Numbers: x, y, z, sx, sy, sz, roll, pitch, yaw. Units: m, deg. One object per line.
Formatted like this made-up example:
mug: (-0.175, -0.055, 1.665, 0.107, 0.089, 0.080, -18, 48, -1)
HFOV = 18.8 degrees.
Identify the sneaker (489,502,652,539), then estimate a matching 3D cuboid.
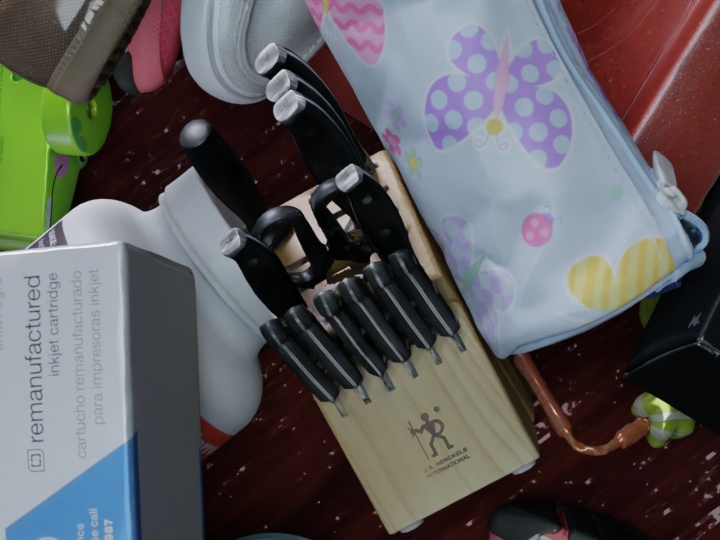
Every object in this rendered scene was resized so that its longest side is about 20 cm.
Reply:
sneaker: (0.125, 0.170, 0.866, 0.199, 0.074, 0.087, 35, 96, 5)

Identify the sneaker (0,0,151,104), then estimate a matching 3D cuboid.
sneaker: (-0.088, -0.166, 0.821, 0.075, 0.070, 0.201, 28, 85, -4)

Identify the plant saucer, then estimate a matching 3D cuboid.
plant saucer: (0.080, -0.125, 0.848, 0.199, 0.037, 0.201, 34, 96, 33)

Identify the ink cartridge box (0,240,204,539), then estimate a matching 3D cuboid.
ink cartridge box: (-0.162, 0.074, 0.785, 0.198, 0.084, 0.146, -6, 81, 13)

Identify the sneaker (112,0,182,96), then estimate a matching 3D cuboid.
sneaker: (-0.043, -0.160, 0.887, 0.086, 0.074, 0.201, 22, 93, 4)

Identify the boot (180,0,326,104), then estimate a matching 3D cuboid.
boot: (0.009, -0.148, 0.827, 0.095, 0.073, 0.201, 24, 88, 46)

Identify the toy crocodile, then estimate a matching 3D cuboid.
toy crocodile: (-0.135, -0.107, 0.909, 0.067, 0.062, 0.202, 2, 94, 22)

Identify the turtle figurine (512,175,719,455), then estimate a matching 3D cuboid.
turtle figurine: (0.142, -0.025, 0.861, 0.160, 0.065, 0.201, 3, 64, -5)

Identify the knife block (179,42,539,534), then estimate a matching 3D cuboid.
knife block: (0.000, 0.000, 0.813, 0.064, 0.200, 0.176, -27, 95, 6)

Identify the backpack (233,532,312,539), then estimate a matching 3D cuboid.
backpack: (-0.051, 0.205, 0.854, 0.200, 0.153, 0.176, -39, 86, 14)

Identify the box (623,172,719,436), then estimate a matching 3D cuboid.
box: (0.206, -0.017, 0.801, 0.141, 0.079, 0.201, 32, 72, -8)

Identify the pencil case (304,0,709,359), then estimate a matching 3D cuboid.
pencil case: (0.042, -0.069, 0.758, 0.083, 0.091, 0.201, -28, 89, -36)

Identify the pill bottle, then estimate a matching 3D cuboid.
pill bottle: (-0.119, 0.050, 0.880, 0.200, 0.112, 0.113, -38, 87, 6)
